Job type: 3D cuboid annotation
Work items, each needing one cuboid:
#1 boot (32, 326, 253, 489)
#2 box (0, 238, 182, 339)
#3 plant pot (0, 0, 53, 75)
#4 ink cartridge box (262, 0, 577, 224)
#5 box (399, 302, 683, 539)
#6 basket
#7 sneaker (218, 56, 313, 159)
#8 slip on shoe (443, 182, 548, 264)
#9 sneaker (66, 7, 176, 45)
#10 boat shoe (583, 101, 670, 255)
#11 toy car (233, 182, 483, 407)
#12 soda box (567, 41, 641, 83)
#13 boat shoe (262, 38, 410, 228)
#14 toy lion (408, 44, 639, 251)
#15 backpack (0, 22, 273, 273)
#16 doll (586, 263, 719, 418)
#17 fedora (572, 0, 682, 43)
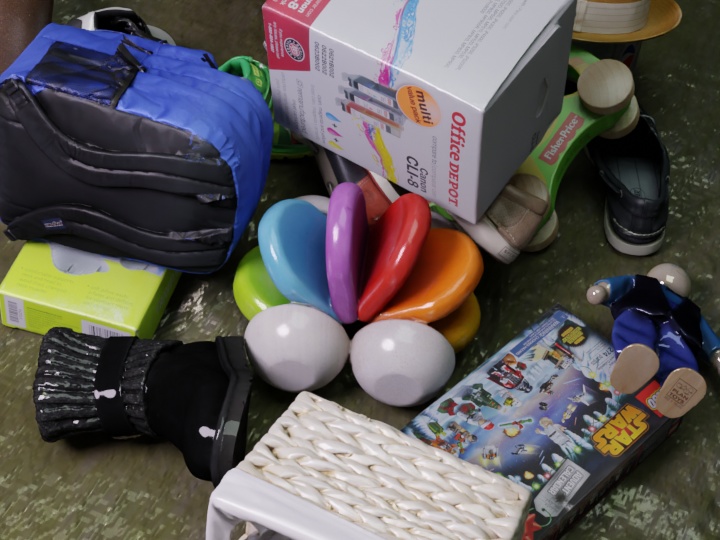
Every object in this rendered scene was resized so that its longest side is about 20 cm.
[{"bbox_3d":[-0.161,0.100,1.193,0.157,0.080,0.211,3,12,-8],"label":"boot"},{"bbox_3d":[-0.203,-0.025,1.359,0.121,0.048,0.200,15,49,7],"label":"box"},{"bbox_3d":[-0.349,-0.177,1.410,0.186,0.187,0.201,-5,63,-10],"label":"plant pot"},{"bbox_3d":[0.048,-0.164,1.284,0.199,0.146,0.145,27,60,19],"label":"ink cartridge box"},{"bbox_3d":[0.138,0.124,1.263,0.137,0.040,0.200,38,55,24],"label":"box"},{"bbox_3d":[0.007,0.189,1.128,0.199,0.136,0.124,22,48,14],"label":"basket"},{"bbox_3d":[-0.084,-0.146,1.454,0.199,0.084,0.074,-10,49,-15],"label":"sneaker"},{"bbox_3d":[0.071,-0.090,1.357,0.061,0.076,0.200,-50,62,11],"label":"slip on shoe"},{"bbox_3d":[-0.205,-0.191,1.440,0.074,0.080,0.200,55,24,3],"label":"sneaker"},{"bbox_3d":[0.240,-0.107,1.462,0.074,0.066,0.200,5,47,1],"label":"boat shoe"},{"bbox_3d":[0.000,0.000,1.286,0.199,0.150,0.176,8,48,1],"label":"toy car"},{"bbox_3d":[0.167,-0.238,1.554,0.199,0.064,0.068,27,35,26],"label":"soda box"},{"bbox_3d":[-0.032,-0.121,1.407,0.200,0.062,0.071,58,19,7],"label":"boat shoe"},{"bbox_3d":[0.115,-0.124,1.432,0.191,0.069,0.200,34,81,25],"label":"toy lion"},{"bbox_3d":[-0.167,-0.104,1.293,0.199,0.163,0.168,17,46,11],"label":"backpack"},{"bbox_3d":[0.242,0.049,1.302,0.136,0.049,0.200,28,25,-1],"label":"doll"},{"bbox_3d":[0.197,-0.272,1.474,0.200,0.082,0.201,7,30,-4],"label":"fedora"}]
